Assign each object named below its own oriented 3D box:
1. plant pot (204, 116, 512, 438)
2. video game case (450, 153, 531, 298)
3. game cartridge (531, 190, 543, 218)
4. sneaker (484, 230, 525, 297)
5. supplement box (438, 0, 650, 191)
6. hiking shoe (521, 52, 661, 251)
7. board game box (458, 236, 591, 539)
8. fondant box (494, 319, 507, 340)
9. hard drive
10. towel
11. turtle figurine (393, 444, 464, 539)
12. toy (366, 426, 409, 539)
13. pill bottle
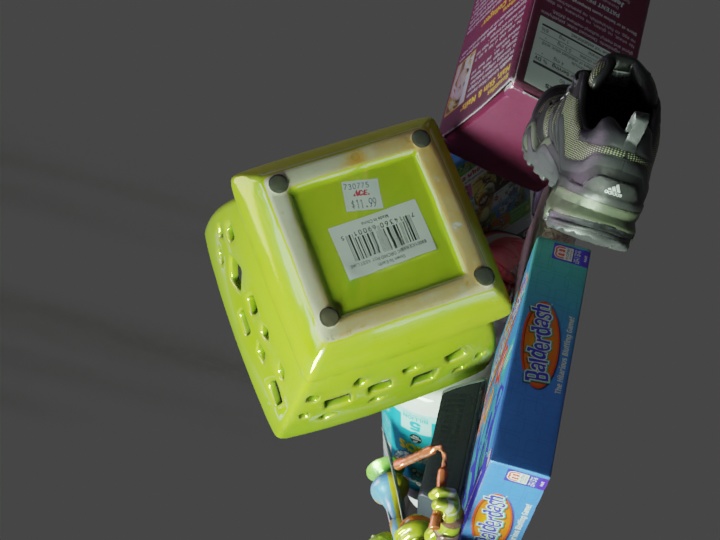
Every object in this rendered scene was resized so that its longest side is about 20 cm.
[{"bbox_3d":[0.000,0.000,1.064,0.182,0.200,0.199,117,133,-70],"label":"plant pot"},{"bbox_3d":[0.115,-0.037,1.322,0.143,0.018,0.200,-32,-47,-29],"label":"video game case"},{"bbox_3d":[0.201,-0.148,1.249,0.133,0.041,0.200,-63,-12,-59],"label":"game cartridge"},{"bbox_3d":[0.120,0.013,1.275,0.200,0.087,0.074,-5,-62,-45],"label":"sneaker"},{"bbox_3d":[0.152,-0.186,1.067,0.131,0.103,0.200,-33,37,62],"label":"supplement box"},{"bbox_3d":[0.156,-0.090,0.843,0.200,0.076,0.101,-90,21,-63],"label":"hiking shoe"},{"bbox_3d":[0.117,0.099,0.976,0.152,0.045,0.200,101,-174,-51],"label":"board game box"},{"bbox_3d":[0.088,0.098,1.485,0.200,0.144,0.058,98,-173,-71],"label":"fondant box"},{"bbox_3d":[0.081,0.193,1.117,0.200,0.042,0.135,81,-160,-51],"label":"hard drive"},{"bbox_3d":[0.160,-0.009,1.151,0.200,0.034,0.133,98,-175,-63],"label":"towel"},{"bbox_3d":[0.050,0.233,0.930,0.161,0.064,0.200,-106,30,-46],"label":"turtle figurine"},{"bbox_3d":[0.027,0.246,1.141,0.200,0.047,0.115,-96,-6,-48],"label":"toy"},{"bbox_3d":[0.075,0.141,1.237,0.200,0.111,0.111,86,-164,-45],"label":"pill bottle"}]
